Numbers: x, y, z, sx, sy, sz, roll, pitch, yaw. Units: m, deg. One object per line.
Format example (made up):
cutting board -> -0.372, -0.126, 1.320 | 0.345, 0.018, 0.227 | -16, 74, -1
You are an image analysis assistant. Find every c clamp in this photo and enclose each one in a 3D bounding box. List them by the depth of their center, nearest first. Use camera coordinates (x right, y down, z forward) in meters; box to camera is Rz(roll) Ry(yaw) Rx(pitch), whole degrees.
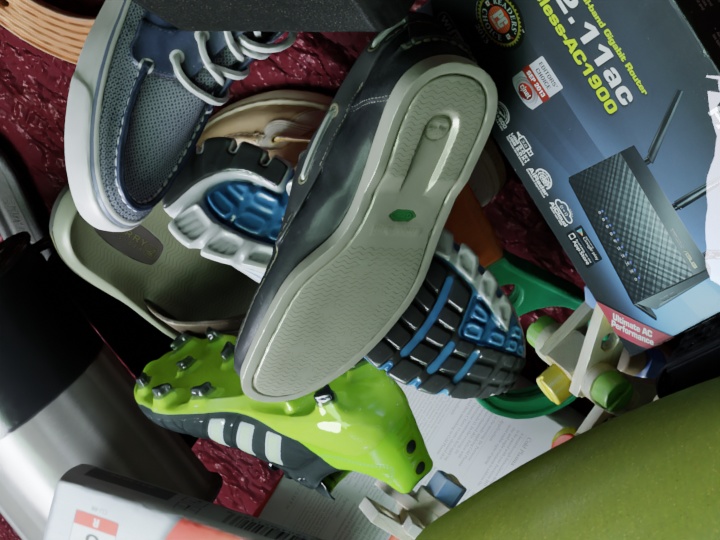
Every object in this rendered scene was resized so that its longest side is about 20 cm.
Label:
c clamp -> -0.257, -0.022, 1.733 | 0.171, 0.027, 0.200 | 14, 137, 31

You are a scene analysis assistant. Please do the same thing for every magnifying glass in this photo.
magnifying glass -> 0.068, 0.006, 1.418 | 0.200, 0.080, 0.022 | 58, -179, -45

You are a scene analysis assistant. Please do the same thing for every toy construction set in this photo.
toy construction set -> 0.101, 0.094, 1.426 | 0.131, 0.200, 0.092 | 29, -158, -44

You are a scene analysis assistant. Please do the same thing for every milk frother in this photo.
milk frother -> -0.141, 0.058, 1.588 | 0.188, 0.181, 0.200 | 52, 148, -13

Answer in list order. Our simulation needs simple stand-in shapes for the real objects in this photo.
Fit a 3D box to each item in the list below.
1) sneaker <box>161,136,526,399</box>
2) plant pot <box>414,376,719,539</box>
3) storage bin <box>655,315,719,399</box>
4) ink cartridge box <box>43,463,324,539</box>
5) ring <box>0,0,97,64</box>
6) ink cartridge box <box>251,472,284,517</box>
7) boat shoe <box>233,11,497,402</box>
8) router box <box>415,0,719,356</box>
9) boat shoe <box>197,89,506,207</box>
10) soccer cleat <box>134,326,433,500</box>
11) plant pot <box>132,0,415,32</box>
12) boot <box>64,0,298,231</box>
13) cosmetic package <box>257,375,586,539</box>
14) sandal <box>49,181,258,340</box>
sneaker -> 0.000, 0.000, 1.386 | 0.200, 0.075, 0.087 | 33, 178, 16
plant pot -> 0.150, 0.134, 1.278 | 0.187, 0.187, 0.200 | 42, 124, -4
storage bin -> 0.257, 0.075, 1.328 | 0.200, 0.094, 0.135 | 47, 143, -9
ink cartridge box -> -0.110, 0.223, 1.533 | 0.162, 0.050, 0.200 | 17, 98, 11
ring -> -0.164, -0.191, 1.479 | 0.200, 0.019, 0.201 | 24, 140, 21
ink cartridge box -> 0.029, 0.178, 1.619 | 0.200, 0.109, 0.050 | 33, 157, 9
boat shoe -> -0.004, -0.026, 1.308 | 0.200, 0.072, 0.068 | -62, 41, 22
router box -> 0.133, -0.076, 1.264 | 0.200, 0.062, 0.150 | 57, 142, 1
boat shoe -> -0.021, -0.047, 1.462 | 0.200, 0.069, 0.074 | 1, 129, 41
soccer cleat -> -0.045, 0.078, 1.443 | 0.200, 0.068, 0.081 | 6, 134, 50
plant pot -> -0.045, -0.211, 1.218 | 0.199, 0.200, 0.177 | 3, 141, 39
boot -> -0.074, -0.113, 1.343 | 0.090, 0.200, 0.073 | 5, 166, 35
cosmetic package -> 0.031, 0.140, 1.537 | 0.151, 0.052, 0.200 | 34, 104, 11
sandal -> -0.079, 0.009, 1.506 | 0.201, 0.080, 0.057 | 25, 176, -36
